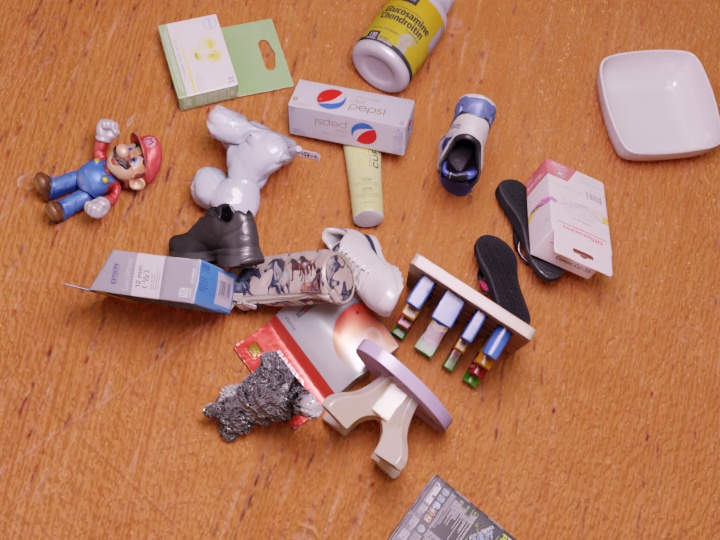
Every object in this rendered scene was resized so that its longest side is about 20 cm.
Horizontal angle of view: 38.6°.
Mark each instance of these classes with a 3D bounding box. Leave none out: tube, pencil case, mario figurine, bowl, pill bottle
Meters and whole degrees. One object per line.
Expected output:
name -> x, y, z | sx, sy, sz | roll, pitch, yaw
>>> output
tube -> 0.005, -0.169, 1.666 | 0.058, 0.052, 0.203 | 23, 51, -39
pencil case -> -0.103, 0.018, 1.504 | 0.197, 0.078, 0.090 | -5, 50, 32
mario figurine -> -0.397, -0.156, 1.566 | 0.198, 0.106, 0.125 | -27, 108, -10
bowl -> 0.503, -0.275, 1.766 | 0.196, 0.075, 0.203 | -5, 69, -10
pill bottle -> 0.078, -0.407, 1.739 | 0.111, 0.112, 0.201 | 31, 67, 5

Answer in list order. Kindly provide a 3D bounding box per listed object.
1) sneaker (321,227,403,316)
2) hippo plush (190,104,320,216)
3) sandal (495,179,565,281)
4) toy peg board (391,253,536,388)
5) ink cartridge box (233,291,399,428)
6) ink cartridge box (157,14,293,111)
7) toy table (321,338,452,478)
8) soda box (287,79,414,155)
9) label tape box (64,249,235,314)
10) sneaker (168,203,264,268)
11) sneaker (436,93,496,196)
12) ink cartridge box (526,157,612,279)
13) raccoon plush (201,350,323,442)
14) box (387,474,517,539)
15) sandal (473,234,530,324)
sneaker -> 0.000, 0.000, 1.530 | 0.080, 0.200, 0.077 | 23, 106, -30
hippo plush -> -0.173, -0.145, 1.601 | 0.198, 0.159, 0.163 | 28, 96, 20
sandal -> 0.274, -0.059, 1.661 | 0.074, 0.048, 0.202 | -3, 53, -24
toy peg board -> 0.136, 0.086, 1.507 | 0.198, 0.199, 0.099 | 32, 82, 6
ink cartridge box -> -0.066, 0.111, 1.537 | 0.199, 0.050, 0.163 | -33, 75, -22
ink cartridge box -> -0.223, -0.356, 1.711 | 0.197, 0.048, 0.147 | -15, 70, -11
toy table -> 0.035, 0.202, 1.455 | 0.200, 0.183, 0.117 | 46, 76, -24
soda box -> -0.015, -0.248, 1.660 | 0.197, 0.064, 0.069 | 12, 51, 9
label tape box -> -0.295, 0.014, 1.462 | 0.197, 0.143, 0.067 | 9, 84, 14
sneaker -> -0.212, -0.052, 1.510 | 0.075, 0.198, 0.092 | -9, 98, -47
sneaker -> 0.152, -0.169, 1.603 | 0.079, 0.200, 0.116 | 18, 58, 4
ink cartridge box -> 0.327, -0.068, 1.614 | 0.115, 0.068, 0.202 | 21, 46, -17
raccoon plush -> -0.143, 0.188, 1.424 | 0.133, 0.200, 0.097 | -36, 99, -12
box -> 0.108, 0.416, 1.438 | 0.159, 0.044, 0.201 | 37, 68, 7
sandal -> 0.213, 0.021, 1.597 | 0.074, 0.045, 0.202 | 11, 43, -19
